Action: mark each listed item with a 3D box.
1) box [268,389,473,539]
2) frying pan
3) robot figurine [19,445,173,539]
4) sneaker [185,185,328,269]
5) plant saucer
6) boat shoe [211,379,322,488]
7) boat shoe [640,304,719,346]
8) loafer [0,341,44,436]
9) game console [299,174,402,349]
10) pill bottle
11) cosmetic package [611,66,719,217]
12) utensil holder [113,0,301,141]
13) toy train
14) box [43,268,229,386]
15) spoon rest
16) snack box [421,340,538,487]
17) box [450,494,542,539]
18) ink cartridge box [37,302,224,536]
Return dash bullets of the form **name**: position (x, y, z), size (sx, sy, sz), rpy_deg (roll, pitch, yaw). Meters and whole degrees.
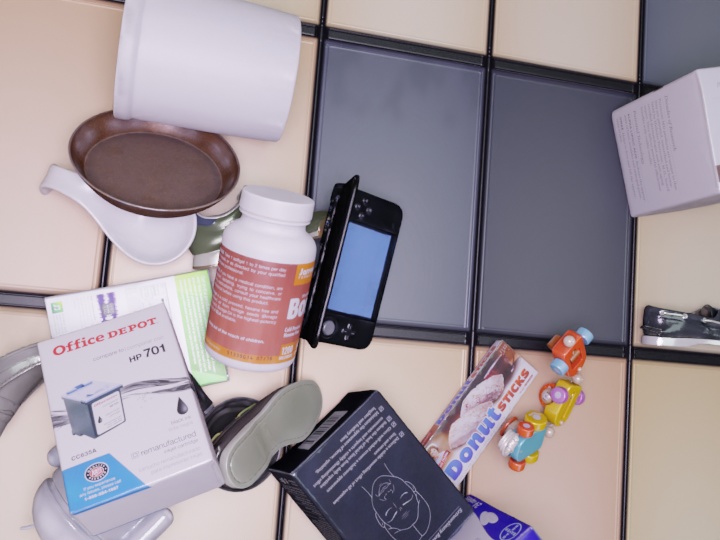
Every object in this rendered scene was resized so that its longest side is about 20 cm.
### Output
- **box**: position (0.013, 0.272, 0.945), size (0.148, 0.107, 0.200), rpy_deg (-40, 95, -23)
- **frying pan**: position (-0.181, 0.197, 0.931), size (0.190, 0.031, 0.115), rpy_deg (32, 67, -24)
- **robot figurine**: position (-0.290, 0.251, 0.878), size (0.200, 0.113, 0.169), rpy_deg (-43, 66, -14)
- **sneaker**: position (-0.127, -0.067, 0.971), size (0.199, 0.067, 0.090), rpy_deg (-15, 94, -12)
- **plant saucer**: position (-0.246, -0.126, 0.917), size (0.199, 0.035, 0.201), rpy_deg (13, 40, -11)
- **boat shoe**: position (-0.118, 0.191, 0.917), size (0.201, 0.060, 0.072), rpy_deg (-33, 107, -55)
- **boat shoe**: position (0.507, 0.080, 1.114), size (0.199, 0.076, 0.061), rpy_deg (1, 90, -15)
- **loafer**: position (-0.420, 0.158, 0.866), size (0.200, 0.070, 0.070), rpy_deg (-38, 66, -2)
- **game console**: position (0.000, 0.000, 0.932), size (0.175, 0.116, 0.201), rpy_deg (16, 88, -41)
- **pill bottle**: position (-0.114, 0.008, 0.893), size (0.112, 0.112, 0.201), rpy_deg (9, 105, -13)
- **cosmetic package**: position (0.488, -0.179, 1.068), size (0.164, 0.200, 0.166), rpy_deg (-10, 87, -15)
- **utensil holder**: position (-0.186, -0.250, 0.925), size (0.199, 0.170, 0.171), rpy_deg (9, 83, -16)
- **toy train**: position (0.239, 0.169, 1.024), size (0.200, 0.056, 0.150), rpy_deg (-49, 139, -13)
- **box**: position (-0.273, 0.086, 0.939), size (0.199, 0.036, 0.145), rpy_deg (-10, 88, -13)
- **spoon rest**: position (-0.295, -0.075, 0.918), size (0.199, 0.061, 0.100), rpy_deg (23, 81, 0)
- **snack box**: position (0.158, 0.195, 1.041), size (0.072, 0.024, 0.200), rpy_deg (41, 77, -9)
- **box**: position (0.124, 0.394, 0.932), size (0.200, 0.184, 0.105), rpy_deg (-37, 95, -15)
- **ink cartridge box**: position (-0.247, 0.154, 0.815), size (0.146, 0.086, 0.201), rpy_deg (-19, 60, -13)
